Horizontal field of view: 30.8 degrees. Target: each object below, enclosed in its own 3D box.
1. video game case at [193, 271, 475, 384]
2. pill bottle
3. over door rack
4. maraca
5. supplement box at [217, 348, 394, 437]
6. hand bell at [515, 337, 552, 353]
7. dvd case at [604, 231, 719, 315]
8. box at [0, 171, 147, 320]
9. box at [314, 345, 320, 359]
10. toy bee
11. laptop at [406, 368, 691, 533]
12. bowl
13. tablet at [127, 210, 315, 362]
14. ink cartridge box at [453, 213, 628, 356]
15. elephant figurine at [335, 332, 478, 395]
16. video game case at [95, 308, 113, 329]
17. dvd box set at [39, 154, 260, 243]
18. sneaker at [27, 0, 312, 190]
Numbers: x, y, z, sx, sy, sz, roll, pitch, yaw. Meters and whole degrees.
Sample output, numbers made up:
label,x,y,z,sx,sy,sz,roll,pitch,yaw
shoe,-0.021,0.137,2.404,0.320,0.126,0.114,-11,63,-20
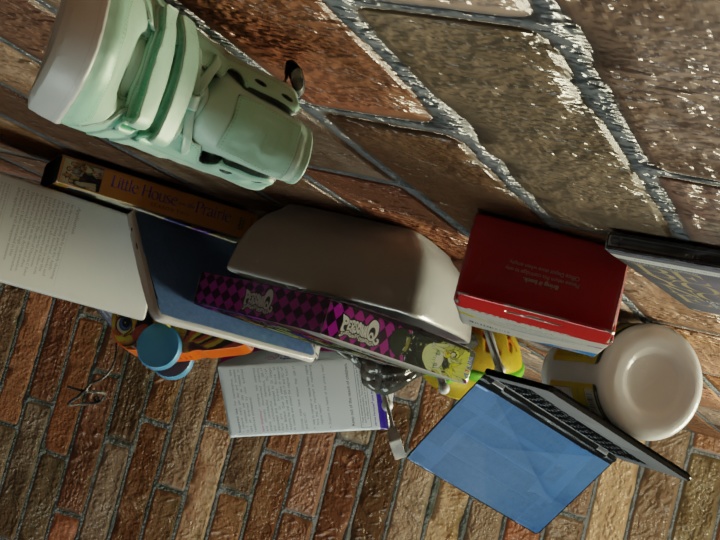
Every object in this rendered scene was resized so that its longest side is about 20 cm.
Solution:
label,x,y,z,sx,sy,sz,roll,pitch,yaw
video game case,-0.025,0.051,1.174,0.180,0.036,0.199,22,172,-40
pill bottle,0.257,0.110,1.337,0.110,0.114,0.200,16,175,-12
over door rack,0.090,0.125,1.426,0.146,0.067,0.201,-18,-147,3
maraca,0.116,0.103,1.582,0.198,0.109,0.136,0,-159,-45
supplement box,-0.064,0.132,1.590,0.197,0.105,0.101,-5,-157,8
hand bell,0.252,0.099,1.503,0.198,0.105,0.104,28,175,3
dvd case,0.268,0.016,0.894,0.147,0.016,0.199,12,173,32
box,-0.309,-0.028,1.273,0.198,0.099,0.124,19,175,-38
box,-0.129,0.017,1.476,0.197,0.118,0.060,16,172,5
toy bee,-0.214,0.057,1.350,0.197,0.110,0.131,-11,163,-17
laptop,0.182,0.193,1.292,0.186,0.117,0.199,32,171,-21
bowl,0.000,0.000,1.166,0.197,0.076,0.199,12,173,22
tablet,-0.131,0.017,1.251,0.198,0.131,0.014,20,129,-42
ink cartridge box,0.132,0.012,0.962,0.114,0.068,0.200,14,174,7
elephant figurine,-0.004,0.041,1.394,0.198,0.141,0.157,18,140,42
video game case,-0.203,0.032,1.407,0.197,0.019,0.144,-8,133,29
dvd box set,-0.211,-0.068,1.291,0.197,0.030,0.146,17,175,-19
sneaker,-0.072,-0.081,0.572,0.117,0.075,0.200,22,-176,-4
